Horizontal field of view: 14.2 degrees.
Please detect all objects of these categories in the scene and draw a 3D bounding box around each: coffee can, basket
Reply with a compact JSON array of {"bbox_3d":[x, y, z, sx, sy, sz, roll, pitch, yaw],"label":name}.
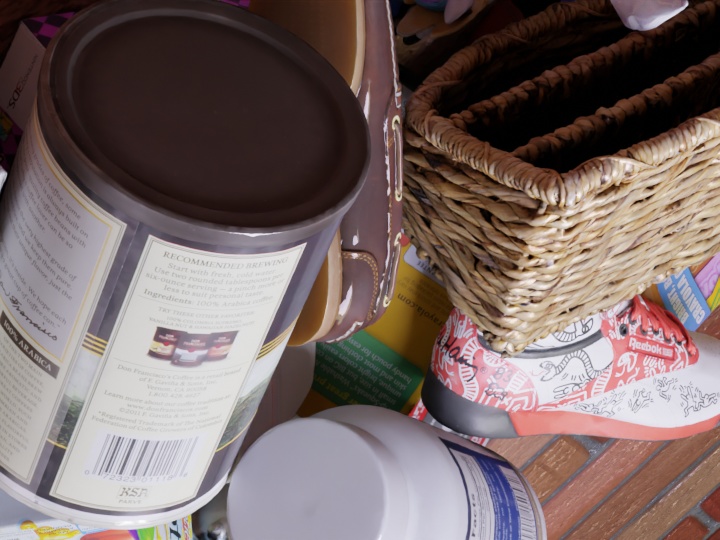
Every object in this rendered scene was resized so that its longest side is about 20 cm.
[{"bbox_3d":[-0.095,-0.002,1.285,0.146,0.146,0.200,-21,149,-39],"label":"coffee can"},{"bbox_3d":[0.119,-0.080,1.392,0.200,0.143,0.149,-25,155,-22],"label":"basket"}]

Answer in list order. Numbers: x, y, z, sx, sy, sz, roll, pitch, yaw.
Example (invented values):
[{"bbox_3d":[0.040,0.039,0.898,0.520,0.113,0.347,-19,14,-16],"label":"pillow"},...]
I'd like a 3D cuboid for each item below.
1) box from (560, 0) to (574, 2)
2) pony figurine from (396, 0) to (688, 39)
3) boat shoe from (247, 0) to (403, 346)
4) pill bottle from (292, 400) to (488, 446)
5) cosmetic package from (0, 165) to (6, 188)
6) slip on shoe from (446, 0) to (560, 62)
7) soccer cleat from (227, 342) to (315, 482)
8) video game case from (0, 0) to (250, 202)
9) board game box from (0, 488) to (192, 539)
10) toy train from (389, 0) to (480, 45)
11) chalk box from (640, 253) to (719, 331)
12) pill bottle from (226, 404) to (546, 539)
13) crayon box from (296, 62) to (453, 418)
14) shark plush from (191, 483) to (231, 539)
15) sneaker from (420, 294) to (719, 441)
[{"bbox_3d":[0.199,-0.106,1.519,0.041,0.200,0.119,-67,171,-76],"label":"box"},{"bbox_3d":[0.118,-0.187,1.385,0.200,0.167,0.193,-30,172,-25],"label":"pony figurine"},{"bbox_3d":[-0.013,-0.065,1.358,0.070,0.070,0.200,-12,111,-49],"label":"boat shoe"},{"bbox_3d":[-0.003,0.060,1.661,0.114,0.114,0.200,-45,157,9],"label":"pill bottle"},{"bbox_3d":[-0.236,0.013,1.265,0.108,0.085,0.200,-23,150,-37],"label":"cosmetic package"},{"bbox_3d":[0.080,-0.116,1.557,0.200,0.074,0.061,-32,121,-6],"label":"slip on shoe"},{"bbox_3d":[-0.048,0.018,1.455,0.078,0.069,0.200,-1,120,-47],"label":"soccer cleat"},{"bbox_3d":[-0.114,-0.055,1.392,0.200,0.036,0.181,-14,144,-46],"label":"video game case"},{"bbox_3d":[-0.156,0.117,1.499,0.105,0.103,0.200,-9,156,7],"label":"board game box"},{"bbox_3d":[0.060,-0.157,1.480,0.200,0.034,0.046,-27,150,-30],"label":"toy train"},{"bbox_3d":[0.113,-0.009,1.608,0.200,0.125,0.124,-44,130,-29],"label":"chalk box"},{"bbox_3d":[0.011,0.126,1.415,0.111,0.111,0.200,-44,157,8],"label":"pill bottle"},{"bbox_3d":[0.000,0.000,1.511,0.200,0.126,0.052,-55,-175,12],"label":"crayon box"},{"bbox_3d":[-0.041,0.144,1.607,0.091,0.083,0.200,-51,-154,-21],"label":"shark plush"},{"bbox_3d":[0.133,0.028,1.491,0.201,0.067,0.108,-1,125,-30],"label":"sneaker"}]
